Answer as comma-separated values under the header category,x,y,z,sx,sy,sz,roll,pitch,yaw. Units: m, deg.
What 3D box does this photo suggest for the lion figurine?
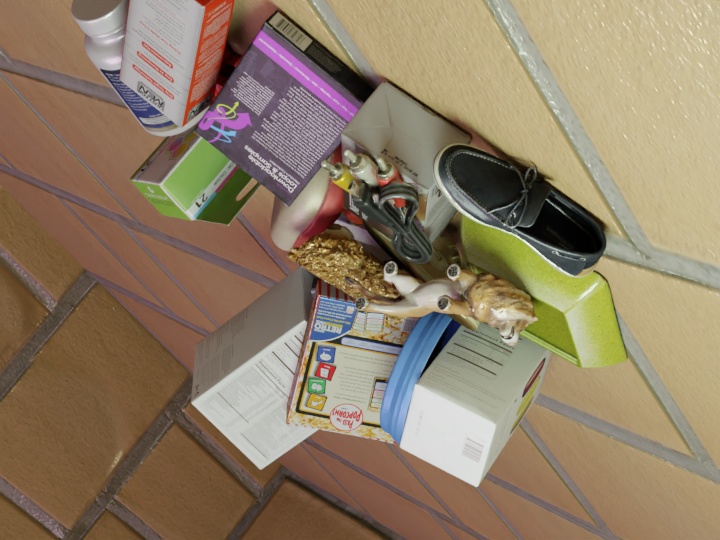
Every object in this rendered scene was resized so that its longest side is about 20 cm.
category,x,y,z,sx,sy,sz,roll,pitch,yaw
lion figurine,0.091,0.030,1.551,0.199,0.073,0.122,10,175,36

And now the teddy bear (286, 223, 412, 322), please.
category,x,y,z,sx,sy,sz,roll,pitch,yaw
teddy bear,0.000,0.000,1.652,0.199,0.067,0.145,32,178,-33

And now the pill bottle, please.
category,x,y,z,sx,sy,sz,roll,pitch,yaw
pill bottle,-0.269,-0.267,1.706,0.111,0.111,0.200,26,161,38

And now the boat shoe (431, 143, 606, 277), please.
category,x,y,z,sx,sy,sz,roll,pitch,yaw
boat shoe,0.162,-0.065,1.383,0.199,0.075,0.062,35,160,-5

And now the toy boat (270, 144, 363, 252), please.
category,x,y,z,sx,sy,sz,roll,pitch,yaw
toy boat,-0.036,-0.091,1.718,0.130,0.132,0.200,9,168,-8

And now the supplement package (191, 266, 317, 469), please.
category,x,y,z,sx,sy,sz,roll,pitch,yaw
supplement package,-0.108,0.133,1.908,0.151,0.199,0.152,47,-163,-25

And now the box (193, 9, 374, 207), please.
category,x,y,z,sx,sy,sz,roll,pitch,yaw
box,-0.086,-0.175,1.537,0.143,0.036,0.200,39,136,-5

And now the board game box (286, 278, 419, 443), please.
category,x,y,z,sx,sy,sz,roll,pitch,yaw
board game box,-0.004,0.119,1.792,0.150,0.201,0.046,11,-153,-8

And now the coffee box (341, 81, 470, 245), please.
category,x,y,z,sx,sy,sz,roll,pitch,yaw
coffee box,0.046,-0.105,1.509,0.114,0.080,0.200,35,164,11

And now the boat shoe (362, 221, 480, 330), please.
category,x,y,z,sx,sy,sz,roll,pitch,yaw
boat shoe,0.085,-0.015,1.647,0.200,0.066,0.074,47,174,17

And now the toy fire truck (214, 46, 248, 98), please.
category,x,y,z,sx,sy,sz,roll,pitch,yaw
toy fire truck,-0.134,-0.216,1.662,0.141,0.049,0.200,29,163,27

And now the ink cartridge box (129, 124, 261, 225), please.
category,x,y,z,sx,sy,sz,roll,pitch,yaw
ink cartridge box,-0.196,-0.143,1.828,0.076,0.148,0.200,47,161,-27

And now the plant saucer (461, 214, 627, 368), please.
category,x,y,z,sx,sy,sz,roll,pitch,yaw
plant saucer,0.203,0.035,1.612,0.199,0.048,0.200,29,162,31

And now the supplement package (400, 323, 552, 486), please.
category,x,y,z,sx,sy,sz,roll,pitch,yaw
supplement package,0.148,0.143,1.697,0.109,0.200,0.114,25,132,16

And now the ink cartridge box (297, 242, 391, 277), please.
category,x,y,z,sx,sy,sz,roll,pitch,yaw
ink cartridge box,-0.001,0.027,1.985,0.145,0.084,0.200,31,162,22

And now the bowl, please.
category,x,y,z,sx,sy,sz,roll,pitch,yaw
bowl,0.084,0.121,1.730,0.039,0.201,0.201,25,161,17

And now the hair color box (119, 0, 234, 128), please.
category,x,y,z,sx,sy,sz,roll,pitch,yaw
hair color box,-0.205,-0.264,1.545,0.101,0.061,0.200,38,144,10

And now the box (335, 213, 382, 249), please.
category,x,y,z,sx,sy,sz,roll,pitch,yaw
box,-0.007,-0.067,1.818,0.199,0.039,0.042,20,155,49

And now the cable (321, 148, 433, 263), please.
category,x,y,z,sx,sy,sz,roll,pitch,yaw
cable,0.043,-0.066,1.449,0.097,0.051,0.200,3,160,32

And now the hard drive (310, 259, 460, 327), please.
category,x,y,z,sx,sy,sz,roll,pitch,yaw
hard drive,0.054,0.040,1.816,0.199,0.033,0.140,-13,135,29
